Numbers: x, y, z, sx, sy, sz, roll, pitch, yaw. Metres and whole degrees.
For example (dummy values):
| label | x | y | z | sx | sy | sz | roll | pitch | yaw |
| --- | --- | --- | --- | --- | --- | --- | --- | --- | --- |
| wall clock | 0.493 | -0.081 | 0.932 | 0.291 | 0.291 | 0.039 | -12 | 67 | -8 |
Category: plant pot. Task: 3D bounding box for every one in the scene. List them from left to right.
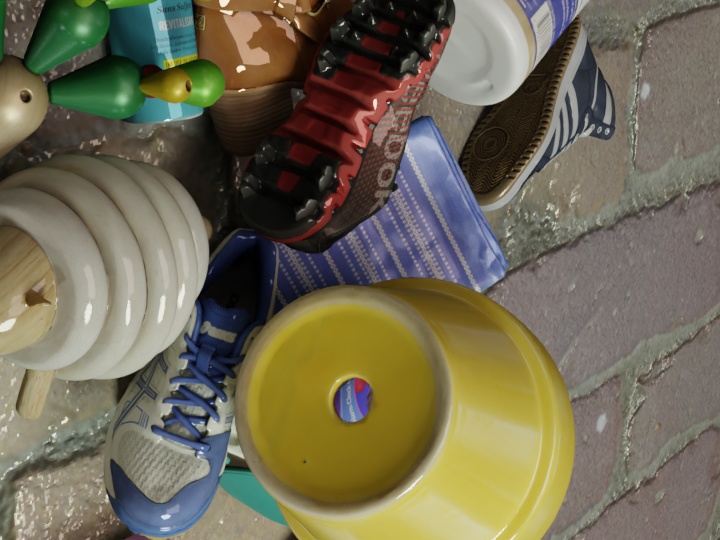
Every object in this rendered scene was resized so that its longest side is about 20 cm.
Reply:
| label | x | y | z | sx | sy | sz | roll | pitch | yaw |
| --- | --- | --- | --- | --- | --- | --- | --- | --- | --- |
| plant pot | 0.019 | 0.093 | 0.770 | 0.202 | 0.200 | 0.189 | -69 | 158 | -7 |

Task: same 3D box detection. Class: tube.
| label | x | y | z | sx | sy | sz | roll | pitch | yaw |
| --- | --- | --- | --- | --- | --- | --- | --- | --- | --- |
| tube | -0.127 | -0.188 | 0.736 | 0.077 | 0.050 | 0.201 | -34 | 123 | -60 |

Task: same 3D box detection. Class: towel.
| label | x | y | z | sx | sy | sz | roll | pitch | yaw |
| --- | --- | --- | --- | --- | --- | --- | --- | --- | --- |
| towel | 0.000 | 0.000 | 0.891 | 0.199 | 0.024 | 0.145 | -35 | 117 | -10 |

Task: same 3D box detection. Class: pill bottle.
| label | x | y | z | sx | sy | sz | roll | pitch | yaw |
| --- | --- | --- | --- | --- | --- | --- | --- | --- | --- |
| pill bottle | 0.120 | -0.232 | 0.968 | 0.200 | 0.119 | 0.120 | -51 | 136 | -29 |

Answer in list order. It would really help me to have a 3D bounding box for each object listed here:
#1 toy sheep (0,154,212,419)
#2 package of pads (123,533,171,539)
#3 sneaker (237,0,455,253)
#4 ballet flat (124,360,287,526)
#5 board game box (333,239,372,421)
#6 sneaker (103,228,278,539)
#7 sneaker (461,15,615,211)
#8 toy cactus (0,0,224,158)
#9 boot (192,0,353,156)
| label | x | y | z | sx | sy | sz | roll | pitch | yaw |
| --- | --- | --- | --- | --- | --- | --- | --- | --- | --- |
| toy sheep | -0.150 | 0.000 | 0.702 | 0.200 | 0.137 | 0.139 | -32 | 127 | -59 |
| package of pads | -0.184 | 0.258 | 0.782 | 0.199 | 0.075 | 0.121 | -22 | 121 | -46 |
| sneaker | -0.001 | -0.094 | 0.807 | 0.201 | 0.071 | 0.098 | -58 | 157 | -11 |
| ballet flat | -0.085 | 0.114 | 0.873 | 0.200 | 0.069 | 0.070 | 46 | 66 | -44 |
| board game box | 0.010 | 0.027 | 0.975 | 0.134 | 0.045 | 0.201 | -22 | 118 | -46 |
| sneaker | -0.100 | 0.059 | 0.761 | 0.088 | 0.075 | 0.201 | 117 | -11 | -53 |
| sneaker | 0.161 | -0.116 | 1.099 | 0.109 | 0.070 | 0.201 | 48 | 61 | -45 |
| toy cactus | -0.167 | -0.122 | 0.655 | 0.165 | 0.102 | 0.200 | -45 | 146 | 15 |
| boot | -0.026 | -0.180 | 0.827 | 0.200 | 0.073 | 0.156 | -36 | 135 | -35 |
